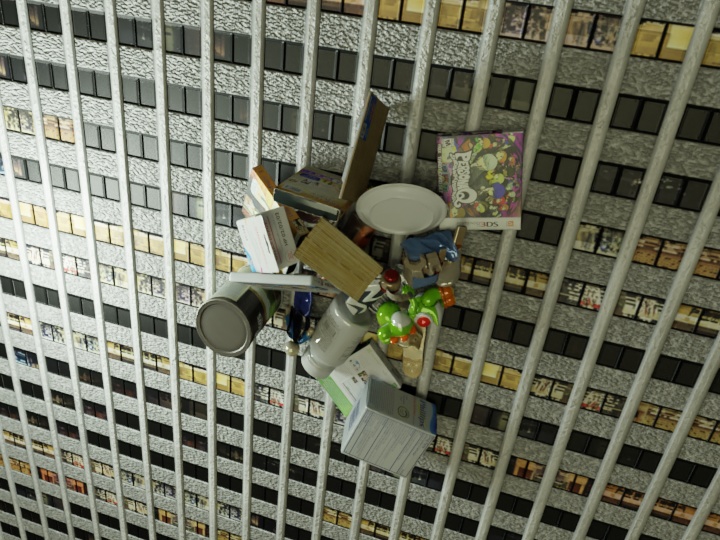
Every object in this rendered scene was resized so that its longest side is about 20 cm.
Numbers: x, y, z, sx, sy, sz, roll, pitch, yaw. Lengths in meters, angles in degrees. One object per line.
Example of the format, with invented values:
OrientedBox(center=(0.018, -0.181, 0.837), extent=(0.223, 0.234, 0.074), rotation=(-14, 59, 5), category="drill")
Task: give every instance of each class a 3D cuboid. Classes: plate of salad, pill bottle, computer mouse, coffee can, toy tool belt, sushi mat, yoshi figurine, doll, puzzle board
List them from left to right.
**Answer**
OrientedBox(center=(-0.290, 0.092, 1.302), extent=(0.141, 0.201, 0.151), rotation=(6, 115, 13), category="coffee can")
OrientedBox(center=(-0.155, 0.115, 1.330), extent=(0.135, 0.047, 0.208), rotation=(25, 108, 50), category="doll")
OrientedBox(center=(-0.064, 0.168, 1.318), extent=(0.113, 0.115, 0.202), rotation=(34, 118, -1), category="pill bottle")
OrientedBox(center=(-0.042, -0.019, 1.092), extent=(0.096, 0.012, 0.199), rotation=(-47, 126, 8), category="sushi mat")
OrientedBox(center=(0.006, -0.241, 1.072), extent=(0.017, 0.150, 0.207), rotation=(18, 99, 14), category="puzzle board")
OrientedBox(center=(0.087, 0.020, 1.253), extent=(0.110, 0.044, 0.200), rotation=(44, 112, -8), category="computer mouse")
OrientedBox(center=(0.086, -0.134, 1.129), extent=(0.192, 0.050, 0.202), rotation=(4, 154, 2), category="plate of salad")
OrientedBox(center=(0.113, 0.082, 1.214), extent=(0.197, 0.112, 0.114), rotation=(-33, 101, -3), category="yoshi figurine")
OrientedBox(center=(0.132, -0.030, 1.128), extent=(0.194, 0.127, 0.125), rotation=(-17, 142, -17), category="toy tool belt")

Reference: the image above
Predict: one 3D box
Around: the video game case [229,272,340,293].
OrientedBox(center=(-0.162, 0.027, 1.186), extent=(0.193, 0.182, 0.024), rotation=(3, 83, 18), category="video game case")

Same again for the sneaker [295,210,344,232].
OrientedBox(center=(-0.105, -0.122, 1.235), extent=(0.197, 0.116, 0.077), rotation=(17, 149, 45), category="sneaker")

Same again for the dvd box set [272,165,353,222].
OrientedBox(center=(-0.084, -0.167, 1.132), extent=(0.142, 0.201, 0.030), rotation=(18, 117, 6), category="dvd box set")

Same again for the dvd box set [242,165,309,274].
OrientedBox(center=(-0.197, -0.112, 1.207), extent=(0.202, 0.029, 0.147), rotation=(54, 143, 17), category="dvd box set")

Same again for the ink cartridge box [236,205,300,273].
OrientedBox(center=(-0.186, -0.061, 1.092), extent=(0.198, 0.066, 0.119), rotation=(3, 112, 64), category="ink cartridge box")

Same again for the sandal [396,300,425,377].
OrientedBox(center=(0.120, 0.176, 1.293), extent=(0.075, 0.070, 0.219), rotation=(0, 112, 16), category="sandal")

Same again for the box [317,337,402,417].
OrientedBox(center=(-0.006, 0.283, 1.396), extent=(0.197, 0.036, 0.146), rotation=(-33, 101, 24), category="box")

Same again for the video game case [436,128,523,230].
OrientedBox(center=(0.250, -0.186, 1.119), extent=(0.174, 0.036, 0.207), rotation=(2, 113, 16), category="video game case")

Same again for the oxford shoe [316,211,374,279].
OrientedBox(center=(-0.048, -0.049, 1.257), extent=(0.073, 0.071, 0.201), rotation=(47, 114, 14), category="oxford shoe")

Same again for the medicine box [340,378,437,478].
OrientedBox(center=(0.072, 0.405, 1.363), extent=(0.194, 0.104, 0.185), rotation=(22, 122, -7), category="medicine box")

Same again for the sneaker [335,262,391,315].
OrientedBox(center=(0.000, 0.000, 1.184), extent=(0.126, 0.080, 0.202), rotation=(-26, 121, 7), category="sneaker")
